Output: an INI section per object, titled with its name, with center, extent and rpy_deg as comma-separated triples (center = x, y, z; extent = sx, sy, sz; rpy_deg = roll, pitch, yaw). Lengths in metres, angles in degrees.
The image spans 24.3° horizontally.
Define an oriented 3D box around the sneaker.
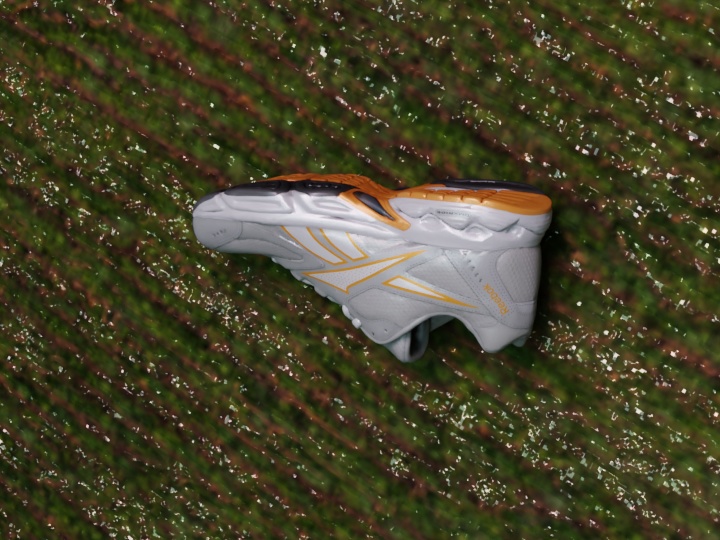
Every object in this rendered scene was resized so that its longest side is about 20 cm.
[sneaker]
center = 0.000, 0.000, 0.867
extent = 0.199, 0.076, 0.093
rpy_deg = 5, 102, 27
